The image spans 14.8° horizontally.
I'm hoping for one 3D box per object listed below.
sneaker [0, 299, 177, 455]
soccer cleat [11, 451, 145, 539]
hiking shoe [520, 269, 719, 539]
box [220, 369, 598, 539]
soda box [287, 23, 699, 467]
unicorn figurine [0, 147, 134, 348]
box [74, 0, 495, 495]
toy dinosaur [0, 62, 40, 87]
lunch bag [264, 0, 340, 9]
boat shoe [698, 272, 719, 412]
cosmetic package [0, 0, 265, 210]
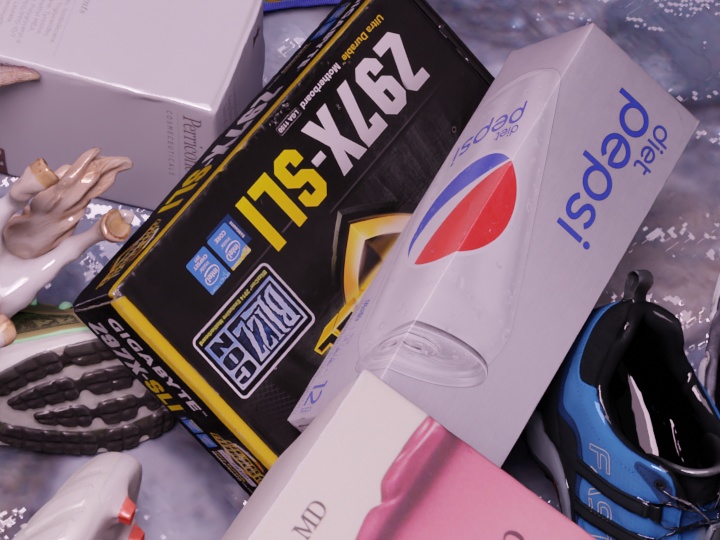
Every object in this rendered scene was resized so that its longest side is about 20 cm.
[{"bbox_3d":[-0.156,0.028,1.189,0.199,0.077,0.089,-5,49,-9],"label":"sneaker"},{"bbox_3d":[-0.158,0.149,1.109,0.077,0.069,0.200,28,71,14],"label":"soccer cleat"},{"bbox_3d":[0.121,0.107,1.119,0.074,0.087,0.200,-18,81,-26],"label":"hiking shoe"},{"bbox_3d":[0.033,0.156,1.034,0.200,0.109,0.128,36,60,-2],"label":"box"},{"bbox_3d":[0.055,-0.001,1.125,0.068,0.063,0.200,41,66,-19],"label":"soda box"},{"bbox_3d":[-0.177,0.016,1.094,0.200,0.137,0.074,-17,82,-50],"label":"unicorn figurine"},{"bbox_3d":[0.000,0.000,1.168,0.160,0.049,0.200,47,64,-13],"label":"box"},{"bbox_3d":[-0.244,-0.067,1.181,0.200,0.086,0.136,-32,62,9],"label":"toy dinosaur"},{"bbox_3d":[0.009,-0.198,1.267,0.200,0.151,0.094,-18,61,-13],"label":"lunch bag"},{"bbox_3d":[0.184,0.016,1.206,0.072,0.068,0.200,20,62,9],"label":"boat shoe"},{"bbox_3d":[-0.147,-0.094,1.238,0.200,0.102,0.074,15,61,8],"label":"cosmetic package"}]
